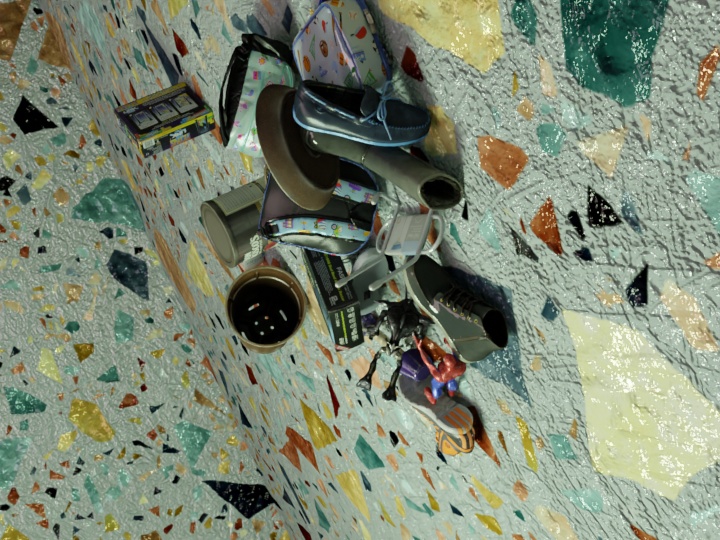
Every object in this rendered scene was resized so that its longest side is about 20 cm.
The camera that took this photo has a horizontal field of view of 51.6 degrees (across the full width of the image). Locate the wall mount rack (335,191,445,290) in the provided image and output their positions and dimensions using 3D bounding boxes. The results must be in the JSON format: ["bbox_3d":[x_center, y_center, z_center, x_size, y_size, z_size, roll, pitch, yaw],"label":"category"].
[{"bbox_3d":[0.043,-0.041,1.174,0.074,0.176,0.199,24,170,-25],"label":"wall mount rack"}]

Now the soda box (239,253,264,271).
[{"bbox_3d":[-0.334,-0.093,1.991,0.200,0.063,0.069,48,152,30],"label":"soda box"}]

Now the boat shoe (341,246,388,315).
[{"bbox_3d":[0.004,-0.001,1.409,0.203,0.074,0.087,91,157,-59],"label":"boat shoe"}]

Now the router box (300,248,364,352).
[{"bbox_3d":[-0.056,0.030,1.400,0.151,0.061,0.202,84,165,-55],"label":"router box"}]

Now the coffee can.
[{"bbox_3d":[-0.215,-0.114,1.563,0.146,0.198,0.148,45,151,34],"label":"coffee can"}]

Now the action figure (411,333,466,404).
[{"bbox_3d":[0.132,0.157,1.267,0.200,0.064,0.100,93,154,-69],"label":"action figure"}]

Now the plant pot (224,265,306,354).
[{"bbox_3d":[-0.242,0.115,1.879,0.202,0.199,0.199,58,163,11],"label":"plant pot"}]

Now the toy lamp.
[{"bbox_3d":[0.062,0.148,1.448,0.200,0.058,0.059,39,147,45],"label":"toy lamp"}]

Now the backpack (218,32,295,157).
[{"bbox_3d":[-0.183,-0.306,1.327,0.167,0.125,0.203,-126,49,-80],"label":"backpack"}]

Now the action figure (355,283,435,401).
[{"bbox_3d":[0.058,0.123,1.335,0.117,0.203,0.102,21,180,-6],"label":"action figure"}]

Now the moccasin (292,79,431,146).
[{"bbox_3d":[0.005,-0.222,1.041,0.069,0.196,0.081,101,169,-49],"label":"moccasin"}]

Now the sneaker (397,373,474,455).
[{"bbox_3d":[0.139,0.275,1.392,0.200,0.077,0.113,42,154,48],"label":"sneaker"}]

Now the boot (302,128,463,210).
[{"bbox_3d":[0.031,-0.157,1.084,0.200,0.180,0.073,51,128,40],"label":"boot"}]

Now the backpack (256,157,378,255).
[{"bbox_3d":[-0.063,-0.124,1.301,0.135,0.197,0.186,-50,-28,-76],"label":"backpack"}]

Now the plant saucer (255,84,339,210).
[{"bbox_3d":[-0.087,-0.194,1.140,0.034,0.200,0.203,-17,102,28],"label":"plant saucer"}]

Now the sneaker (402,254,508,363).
[{"bbox_3d":[0.152,0.044,1.154,0.201,0.075,0.106,53,151,0],"label":"sneaker"}]

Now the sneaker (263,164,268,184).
[{"bbox_3d":[-0.129,-0.137,1.488,0.201,0.070,0.076,56,180,-20],"label":"sneaker"}]

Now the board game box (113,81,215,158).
[{"bbox_3d":[-0.487,-0.376,1.849,0.165,0.198,0.057,45,152,35],"label":"board game box"}]

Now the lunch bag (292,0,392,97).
[{"bbox_3d":[-0.031,-0.327,1.137,0.199,0.075,0.162,-13,100,66],"label":"lunch bag"}]
